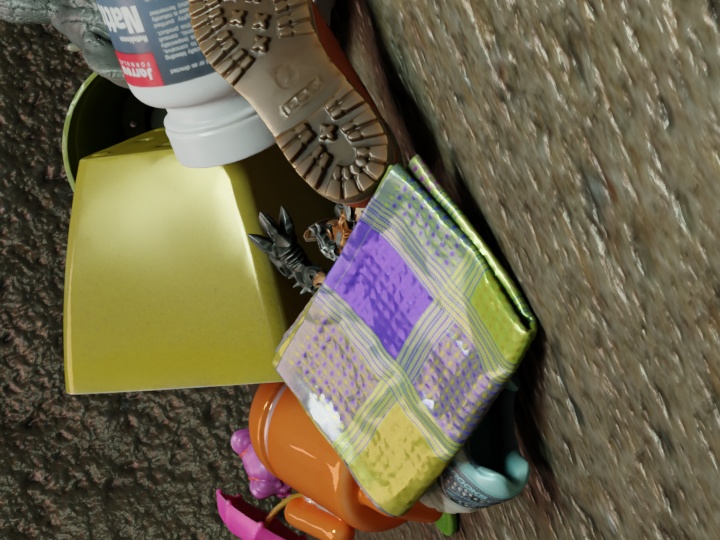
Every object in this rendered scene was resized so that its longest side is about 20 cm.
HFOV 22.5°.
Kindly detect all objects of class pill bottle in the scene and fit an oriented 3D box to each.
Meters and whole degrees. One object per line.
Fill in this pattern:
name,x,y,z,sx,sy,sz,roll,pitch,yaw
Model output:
pill bottle,-0.118,-0.179,1.254,0.120,0.119,0.201,-131,20,-66

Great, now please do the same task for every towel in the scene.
towel,0.022,0.046,1.086,0.144,0.023,0.200,55,136,21

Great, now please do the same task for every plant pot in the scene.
plant pot,-0.118,-0.022,1.415,0.200,0.199,0.177,-35,-63,-64
plant pot,-0.193,-0.141,1.866,0.193,0.200,0.201,-93,-16,-77

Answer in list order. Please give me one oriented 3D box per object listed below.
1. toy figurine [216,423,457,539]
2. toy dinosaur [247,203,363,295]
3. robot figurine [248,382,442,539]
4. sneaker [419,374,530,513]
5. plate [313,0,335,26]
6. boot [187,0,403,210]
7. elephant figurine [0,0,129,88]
toy figurine,-0.038,0.165,1.553,0.150,0.183,0.201,151,98,-81
toy dinosaur,0.000,0.000,1.267,0.136,0.102,0.201,41,133,38
robot figurine,-0.010,0.131,1.430,0.200,0.116,0.144,25,135,46
sneaker,0.061,0.051,1.117,0.086,0.077,0.201,-10,98,58
plate,-0.055,-0.252,1.186,0.200,0.032,0.200,105,144,-76
boot,-0.038,-0.120,1.134,0.200,0.075,0.107,60,-171,14
elephant figurine,-0.181,-0.197,1.479,0.155,0.199,0.142,-50,39,43
